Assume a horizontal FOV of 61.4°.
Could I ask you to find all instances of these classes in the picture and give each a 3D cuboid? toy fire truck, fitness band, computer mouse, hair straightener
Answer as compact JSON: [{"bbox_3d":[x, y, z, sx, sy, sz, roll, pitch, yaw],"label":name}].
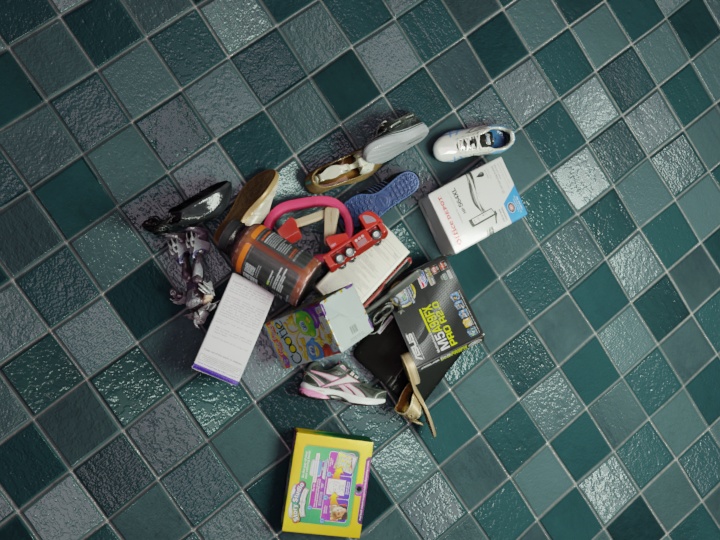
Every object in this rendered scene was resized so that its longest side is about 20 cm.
[{"bbox_3d":[-0.056,-0.078,1.251,0.198,0.049,0.142,-33,76,-5],"label":"toy fire truck"},{"bbox_3d":[-0.111,-0.083,1.300,0.195,0.037,0.147,-9,82,0],"label":"fitness band"},{"bbox_3d":[-0.342,-0.117,1.241,0.198,0.138,0.054,-34,113,-23],"label":"computer mouse"},{"bbox_3d":[0.057,0.066,1.282,0.199,0.041,0.077,-42,66,-5],"label":"hair straightener"}]

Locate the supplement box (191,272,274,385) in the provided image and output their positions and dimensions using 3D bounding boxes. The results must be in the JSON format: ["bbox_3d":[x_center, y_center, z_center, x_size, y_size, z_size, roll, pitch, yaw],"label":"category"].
[{"bbox_3d":[-0.259,0.117,1.247,0.101,0.101,0.204,22,84,-10],"label":"supplement box"}]

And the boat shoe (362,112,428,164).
[{"bbox_3d":[0.065,-0.293,1.329,0.198,0.072,0.071,-30,75,-40],"label":"boat shoe"}]

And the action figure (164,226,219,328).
[{"bbox_3d":[-0.343,0.019,1.237,0.128,0.069,0.205,-18,77,33],"label":"action figure"}]

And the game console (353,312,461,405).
[{"bbox_3d":[0.112,0.176,1.362,0.175,0.117,0.201,36,80,23],"label":"game console"}]

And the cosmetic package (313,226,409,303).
[{"bbox_3d":[0.000,0.000,1.309,0.103,0.087,0.200,45,82,-3],"label":"cosmetic package"}]

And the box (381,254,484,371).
[{"bbox_3d":[0.153,0.089,1.298,0.157,0.044,0.203,-24,66,2],"label":"box"}]

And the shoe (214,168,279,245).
[{"bbox_3d":[-0.235,-0.127,1.290,0.069,0.053,0.202,28,77,35],"label":"shoe"}]

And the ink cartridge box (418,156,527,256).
[{"bbox_3d":[0.251,-0.141,1.366,0.197,0.084,0.148,-28,94,-11],"label":"ink cartridge box"}]

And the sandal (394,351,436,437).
[{"bbox_3d":[0.100,0.274,1.290,0.068,0.078,0.216,-20,115,-5],"label":"sandal"}]

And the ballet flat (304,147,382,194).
[{"bbox_3d":[-0.029,-0.223,1.319,0.196,0.072,0.069,-21,92,-11],"label":"ballet flat"}]

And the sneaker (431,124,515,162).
[{"bbox_3d":[0.258,-0.293,1.380,0.195,0.072,0.074,-13,92,-10],"label":"sneaker"}]

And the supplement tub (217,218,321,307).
[{"bbox_3d":[-0.182,-0.022,1.200,0.198,0.107,0.108,32,83,4],"label":"supplement tub"}]

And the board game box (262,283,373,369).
[{"bbox_3d":[-0.088,0.115,1.220,0.104,0.198,0.105,-28,94,-46],"label":"board game box"}]

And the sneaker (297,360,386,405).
[{"bbox_3d":[-0.032,0.240,1.303,0.196,0.080,0.088,13,75,-16],"label":"sneaker"}]

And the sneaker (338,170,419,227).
[{"bbox_3d":[0.043,-0.157,1.339,0.197,0.078,0.071,-25,95,11],"label":"sneaker"}]

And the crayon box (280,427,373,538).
[{"bbox_3d":[-0.072,0.452,1.295,0.168,0.058,0.205,10,86,-10],"label":"crayon box"}]
